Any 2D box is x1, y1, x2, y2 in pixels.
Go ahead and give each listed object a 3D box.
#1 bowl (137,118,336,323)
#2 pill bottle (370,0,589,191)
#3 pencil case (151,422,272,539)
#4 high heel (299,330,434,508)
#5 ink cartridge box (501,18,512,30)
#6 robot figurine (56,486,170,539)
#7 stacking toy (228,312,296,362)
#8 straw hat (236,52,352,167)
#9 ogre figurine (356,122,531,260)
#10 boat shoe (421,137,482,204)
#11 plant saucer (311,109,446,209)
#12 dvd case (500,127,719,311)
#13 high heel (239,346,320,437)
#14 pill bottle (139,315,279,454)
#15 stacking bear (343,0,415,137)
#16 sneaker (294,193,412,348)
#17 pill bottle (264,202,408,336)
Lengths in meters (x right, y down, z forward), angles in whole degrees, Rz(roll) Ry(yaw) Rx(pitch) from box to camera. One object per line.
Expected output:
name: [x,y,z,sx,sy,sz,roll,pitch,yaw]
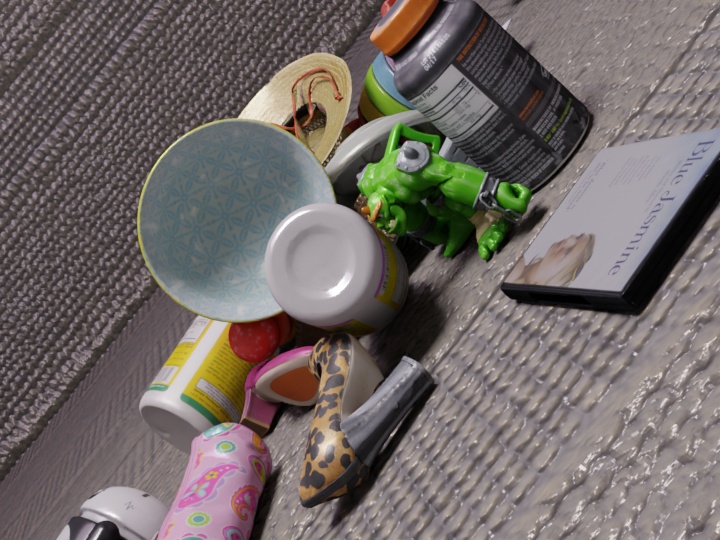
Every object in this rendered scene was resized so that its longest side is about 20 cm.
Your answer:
bowl: [-0.124,-0.050,1.208,0.201,0.200,0.108,-51,5,-2]
pill bottle: [0.103,-0.169,1.059,0.106,0.200,0.106,-46,13,14]
pencil case: [-0.138,0.224,1.060,0.087,0.087,0.201,-43,14,28]
high heel: [-0.034,0.124,0.995,0.143,0.072,0.199,-48,20,-17]
ink cartridge box: [0.112,-0.185,1.428,0.196,0.043,0.201,-40,16,46]
robot figurine: [-0.253,0.305,1.134,0.149,0.125,0.201,-8,43,53]
stacking toy: [-0.084,0.047,1.276,0.085,0.085,0.200,-44,2,25]
straw hat: [-0.061,-0.140,1.348,0.199,0.085,0.203,-22,51,30]
ogre figurine: [0.065,-0.069,1.074,0.099,0.119,0.200,-60,13,6]
boat shoe: [0.111,-0.124,1.203,0.201,0.072,0.062,-52,12,6]
plant saucer: [0.021,-0.114,1.285,0.199,0.050,0.201,-29,-23,-13]
dvd case: [0.180,-0.036,0.831,0.143,0.018,0.200,-52,13,-9]
high heel: [-0.071,0.099,1.220,0.200,0.067,0.097,125,166,-54]
pill bottle: [-0.165,0.111,1.400,0.113,0.112,0.201,-30,25,57]
stacking bear: [0.042,-0.190,1.362,0.201,0.113,0.122,-56,46,34]
sneaker: [0.000,0.000,1.250,0.202,0.070,0.108,-64,-7,11]
pill bottle: [-0.013,0.005,1.077,0.105,0.104,0.200,-50,-14,2]
